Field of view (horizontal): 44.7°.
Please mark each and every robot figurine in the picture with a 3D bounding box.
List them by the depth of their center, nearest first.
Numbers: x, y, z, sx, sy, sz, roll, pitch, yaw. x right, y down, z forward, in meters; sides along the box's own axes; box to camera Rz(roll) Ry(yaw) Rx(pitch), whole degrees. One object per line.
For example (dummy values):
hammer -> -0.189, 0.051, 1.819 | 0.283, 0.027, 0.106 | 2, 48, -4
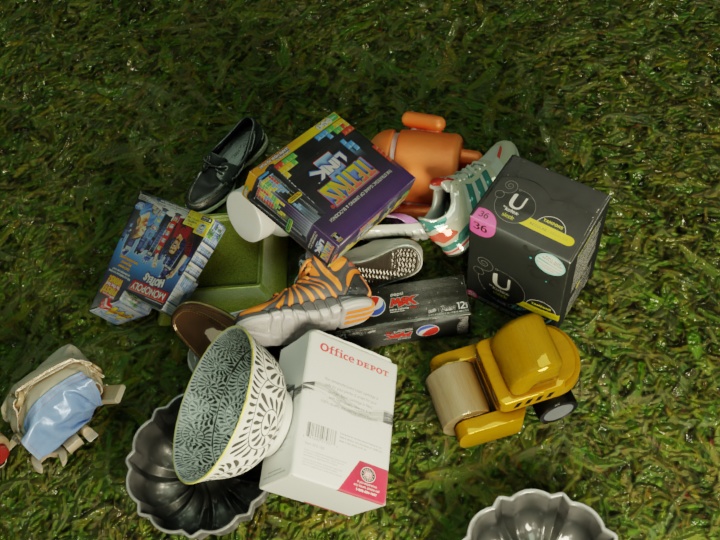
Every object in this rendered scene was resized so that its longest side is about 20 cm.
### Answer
robot figurine -> 0.092, -0.164, 1.376 | 0.200, 0.144, 0.117 | 6, 40, 10

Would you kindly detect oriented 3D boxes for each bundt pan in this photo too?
bundt pan -> 0.212, 0.370, 1.042 | 0.201, 0.076, 0.202 | -2, 58, 4
bundt pan -> -0.204, 0.264, 1.162 | 0.201, 0.076, 0.202 | -2, 57, 4

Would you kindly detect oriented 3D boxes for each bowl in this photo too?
bowl -> -0.146, 0.177, 1.088 | 0.094, 0.201, 0.201 | 24, 54, -27

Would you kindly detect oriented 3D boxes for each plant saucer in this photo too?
plant saucer -> -0.215, -0.018, 1.358 | 0.200, 0.048, 0.200 | -4, 58, 3

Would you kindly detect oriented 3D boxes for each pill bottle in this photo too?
pill bottle -> -0.101, -0.118, 1.338 | 0.200, 0.111, 0.111 | -29, 57, -36

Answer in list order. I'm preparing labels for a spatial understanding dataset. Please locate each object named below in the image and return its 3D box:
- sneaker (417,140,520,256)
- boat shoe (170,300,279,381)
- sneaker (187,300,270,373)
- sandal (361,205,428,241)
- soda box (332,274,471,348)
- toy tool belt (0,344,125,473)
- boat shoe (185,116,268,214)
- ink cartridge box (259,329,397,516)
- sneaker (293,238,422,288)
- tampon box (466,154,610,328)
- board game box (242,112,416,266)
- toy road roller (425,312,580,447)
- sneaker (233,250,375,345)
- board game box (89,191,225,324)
sneaker -> 0.157, -0.123, 1.280 | 0.200, 0.093, 0.070 | -57, 26, -10
boat shoe -> -0.174, 0.116, 1.188 | 0.200, 0.068, 0.072 | 41, 99, -7
sneaker -> -0.158, 0.085, 1.252 | 0.200, 0.082, 0.075 | -32, 96, -14
sandal -> 0.063, -0.073, 1.342 | 0.202, 0.082, 0.050 | -2, 81, -11
soda box -> 0.057, 0.062, 1.269 | 0.200, 0.063, 0.071 | -8, 57, 1
toy tool belt -> -0.425, 0.207, 1.197 | 0.123, 0.125, 0.200 | 29, 66, 31
boat shoe -> -0.226, -0.179, 1.448 | 0.074, 0.066, 0.199 | 30, 65, 25
ink cartridge box -> -0.038, 0.199, 1.143 | 0.145, 0.083, 0.200 | 25, 53, -26
sneaker -> 0.000, 0.000, 1.326 | 0.200, 0.073, 0.085 | -14, 16, 10
tampon box -> 0.244, -0.032, 1.227 | 0.150, 0.200, 0.126 | 27, 64, 21
board game box -> -0.042, -0.121, 1.256 | 0.165, 0.057, 0.200 | 39, 51, 10
toy road roller -> 0.191, 0.135, 1.160 | 0.200, 0.146, 0.123 | -17, 57, -5
sneaker -> -0.088, 0.033, 1.213 | 0.200, 0.078, 0.112 | -9, 57, -22
board game box -> -0.305, -0.001, 1.300 | 0.200, 0.062, 0.200 | 21, 79, 42
